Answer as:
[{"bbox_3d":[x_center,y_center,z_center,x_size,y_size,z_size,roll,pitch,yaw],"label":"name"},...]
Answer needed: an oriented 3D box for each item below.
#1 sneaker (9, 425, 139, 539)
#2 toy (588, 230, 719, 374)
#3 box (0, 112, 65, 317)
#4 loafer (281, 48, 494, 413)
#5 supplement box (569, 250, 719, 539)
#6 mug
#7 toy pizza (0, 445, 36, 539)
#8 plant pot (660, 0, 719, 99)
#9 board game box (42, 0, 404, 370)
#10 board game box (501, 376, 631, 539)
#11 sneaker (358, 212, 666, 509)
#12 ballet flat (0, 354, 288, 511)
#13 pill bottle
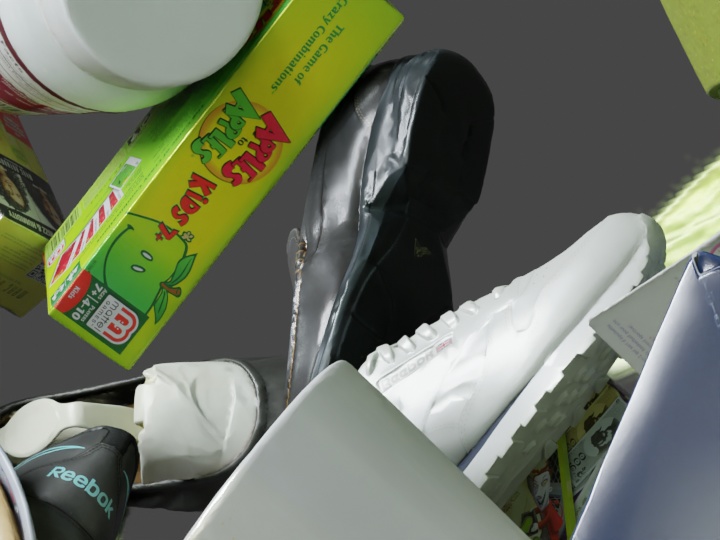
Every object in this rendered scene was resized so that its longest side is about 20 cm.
[{"bbox_3d":[-0.145,0.134,1.114,0.079,0.075,0.200,-58,7,-35],"label":"sneaker"},{"bbox_3d":[0.196,-0.013,0.957,0.199,0.115,0.047,-34,33,20],"label":"toy"},{"bbox_3d":[-0.207,-0.075,1.251,0.050,0.075,0.201,-38,56,14],"label":"box"},{"bbox_3d":[0.000,0.000,1.099,0.072,0.073,0.201,1,64,42],"label":"loafer"},{"bbox_3d":[0.170,0.129,0.858,0.134,0.199,0.201,22,86,36],"label":"supplement box"},{"bbox_3d":[0.002,0.151,0.925,0.153,0.149,0.187,35,120,7],"label":"mug"},{"bbox_3d":[-0.211,0.147,1.036,0.199,0.032,0.202,-13,69,36],"label":"toy pizza"},{"bbox_3d":[0.173,-0.174,0.993,0.186,0.187,0.202,-9,84,30],"label":"plant pot"},{"bbox_3d":[-0.066,-0.059,1.139,0.200,0.048,0.102,-52,17,8],"label":"board game box"},{"bbox_3d":[0.047,0.127,1.045,0.120,0.032,0.200,41,97,33],"label":"board game box"},{"bbox_3d":[0.043,0.046,1.004,0.080,0.076,0.200,44,98,21],"label":"sneaker"},{"bbox_3d":[-0.096,0.076,1.130,0.199,0.068,0.068,-14,67,28],"label":"ballet flat"},{"bbox_3d":[-0.126,-0.129,1.143,0.200,0.114,0.115,5,75,64],"label":"pill bottle"}]
